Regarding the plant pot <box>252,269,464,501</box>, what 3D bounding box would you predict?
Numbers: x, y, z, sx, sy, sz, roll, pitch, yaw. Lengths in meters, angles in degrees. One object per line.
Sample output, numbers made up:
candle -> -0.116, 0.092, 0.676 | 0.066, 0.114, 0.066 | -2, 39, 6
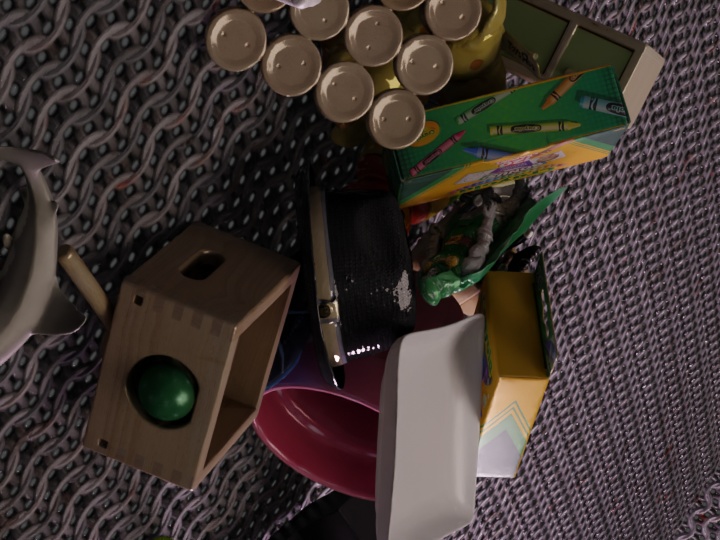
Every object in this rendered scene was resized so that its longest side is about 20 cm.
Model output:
plant pot -> 0.014, 0.100, 1.730 | 0.200, 0.200, 0.179 | 79, 30, -53

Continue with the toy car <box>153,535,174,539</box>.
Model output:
toy car -> -0.200, 0.380, 1.649 | 0.200, 0.164, 0.158 | -34, 144, -28

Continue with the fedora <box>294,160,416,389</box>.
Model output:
fedora -> 0.000, 0.000, 1.527 | 0.201, 0.091, 0.201 | -7, 90, -88

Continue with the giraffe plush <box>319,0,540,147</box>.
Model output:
giraffe plush -> 0.037, -0.182, 1.526 | 0.162, 0.200, 0.173 | -23, 118, -15

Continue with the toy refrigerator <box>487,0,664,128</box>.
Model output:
toy refrigerator -> 0.180, -0.214, 1.686 | 0.076, 0.200, 0.070 | -63, 155, 5

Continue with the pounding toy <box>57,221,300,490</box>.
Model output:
pounding toy -> -0.158, 0.055, 1.433 | 0.200, 0.142, 0.184 | -48, 157, -64

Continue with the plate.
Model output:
plate -> 0.058, 0.144, 1.565 | 0.200, 0.032, 0.200 | -11, 106, -65

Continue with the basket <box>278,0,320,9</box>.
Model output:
basket -> -0.046, -0.311, 1.254 | 0.123, 0.135, 0.200 | -36, 145, -45

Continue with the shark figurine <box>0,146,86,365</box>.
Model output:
shark figurine -> -0.234, 0.001, 1.279 | 0.128, 0.089, 0.215 | -15, 130, -58

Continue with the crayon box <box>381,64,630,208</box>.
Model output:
crayon box -> 0.121, -0.114, 1.519 | 0.200, 0.058, 0.119 | -14, 172, -3

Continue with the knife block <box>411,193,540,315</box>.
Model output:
knife block -> 0.094, -0.026, 1.763 | 0.064, 0.200, 0.176 | -52, 138, -17

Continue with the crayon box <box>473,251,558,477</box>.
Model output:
crayon box -> 0.136, 0.090, 1.676 | 0.200, 0.051, 0.126 | 102, -12, -50

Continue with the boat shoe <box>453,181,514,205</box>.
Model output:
boat shoe -> 0.131, -0.074, 1.817 | 0.201, 0.072, 0.066 | -42, 137, -84

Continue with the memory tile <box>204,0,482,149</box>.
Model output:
memory tile -> -0.012, -0.199, 1.413 | 0.153, 0.200, 0.017 | -64, -161, 3

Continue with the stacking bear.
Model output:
stacking bear -> 0.046, -0.091, 1.661 | 0.200, 0.114, 0.122 | -49, 123, -28

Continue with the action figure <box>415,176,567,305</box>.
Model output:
action figure -> 0.097, -0.026, 1.556 | 0.055, 0.118, 0.200 | 60, 35, -16

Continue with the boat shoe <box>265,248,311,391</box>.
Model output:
boat shoe -> -0.080, 0.032, 1.620 | 0.200, 0.084, 0.069 | -60, 152, -43

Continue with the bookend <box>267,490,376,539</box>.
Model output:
bookend -> -0.039, 0.302, 1.813 | 0.199, 0.092, 0.200 | -37, -179, -42
